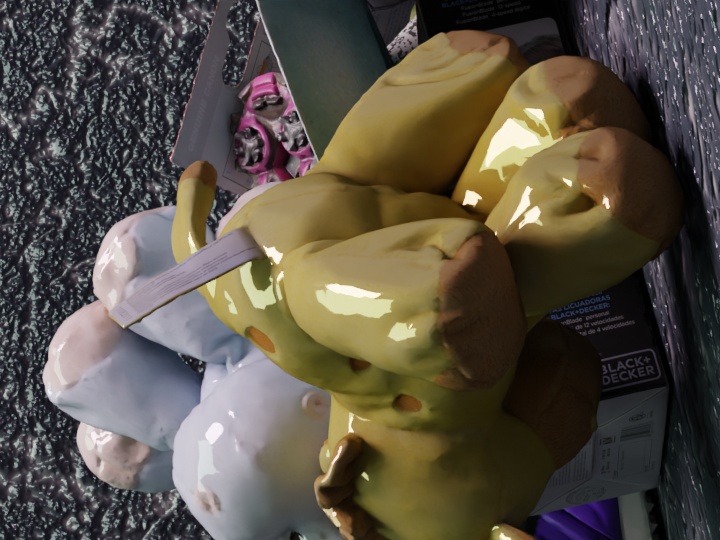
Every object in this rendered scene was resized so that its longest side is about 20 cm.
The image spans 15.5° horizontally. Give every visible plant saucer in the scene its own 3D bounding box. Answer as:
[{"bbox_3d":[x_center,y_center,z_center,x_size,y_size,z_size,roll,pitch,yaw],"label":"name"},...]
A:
[{"bbox_3d":[0.003,-0.060,1.102,0.201,0.038,0.202,-22,-90,-86],"label":"plant saucer"}]

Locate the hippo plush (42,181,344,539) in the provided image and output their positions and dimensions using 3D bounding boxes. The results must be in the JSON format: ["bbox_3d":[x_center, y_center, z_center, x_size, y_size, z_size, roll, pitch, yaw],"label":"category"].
[{"bbox_3d":[-0.046,0.083,1.120,0.200,0.159,0.161,58,-168,-36],"label":"hippo plush"}]

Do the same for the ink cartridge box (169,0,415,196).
[{"bbox_3d":[-0.026,-0.098,1.352,0.200,0.050,0.162,25,-103,-47],"label":"ink cartridge box"}]

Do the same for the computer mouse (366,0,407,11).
[{"bbox_3d":[-0.053,-0.192,1.248,0.201,0.140,0.046,60,-169,22],"label":"computer mouse"}]

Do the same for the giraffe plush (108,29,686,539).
[{"bbox_3d":[0.030,0.033,0.957,0.173,0.199,0.163,-111,-3,-59],"label":"giraffe plush"}]

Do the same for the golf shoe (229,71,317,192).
[{"bbox_3d":[0.000,0.000,1.284,0.092,0.072,0.201,-9,-89,-48],"label":"golf shoe"}]

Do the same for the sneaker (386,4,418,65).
[{"bbox_3d":[0.037,-0.041,1.259,0.077,0.088,0.201,24,136,43],"label":"sneaker"}]

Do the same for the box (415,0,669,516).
[{"bbox_3d":[0.074,-0.013,1.113,0.117,0.060,0.201,82,175,-65],"label":"box"}]

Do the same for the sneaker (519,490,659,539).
[{"bbox_3d":[0.079,0.119,1.169,0.070,0.099,0.201,102,155,-81],"label":"sneaker"}]
